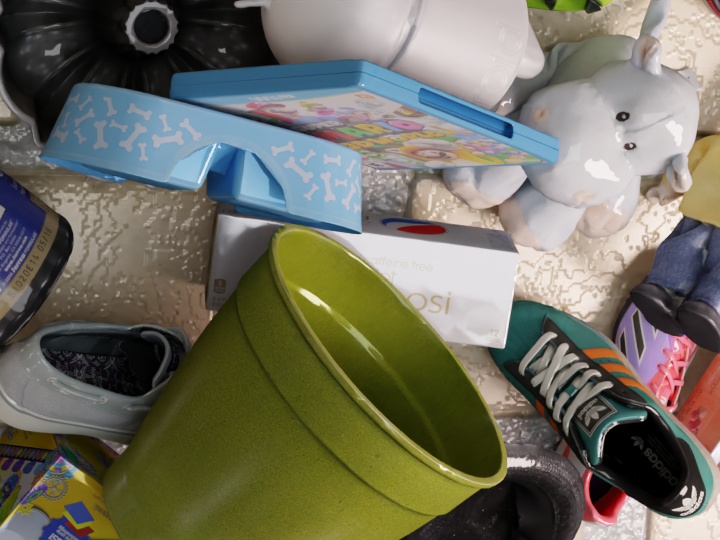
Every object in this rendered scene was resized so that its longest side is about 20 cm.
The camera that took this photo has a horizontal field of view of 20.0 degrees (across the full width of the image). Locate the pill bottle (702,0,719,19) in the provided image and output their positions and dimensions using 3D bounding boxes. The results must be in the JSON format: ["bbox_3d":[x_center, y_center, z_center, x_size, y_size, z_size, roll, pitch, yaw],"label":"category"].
[{"bbox_3d":[0.301,-0.197,1.326,0.112,0.200,0.113,-4,107,-15],"label":"pill bottle"}]

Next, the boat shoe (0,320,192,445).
[{"bbox_3d":[-0.141,0.069,1.302,0.201,0.070,0.071,6,148,-44],"label":"boat shoe"}]

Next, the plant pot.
[{"bbox_3d":[-0.048,0.110,1.249,0.193,0.200,0.200,-42,113,17],"label":"plant pot"}]

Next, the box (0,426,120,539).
[{"bbox_3d":[-0.190,0.228,1.344,0.200,0.122,0.193,40,92,-22],"label":"box"}]

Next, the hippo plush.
[{"bbox_3d":[0.163,-0.081,1.339,0.200,0.161,0.160,-20,109,-10],"label":"hippo plush"}]

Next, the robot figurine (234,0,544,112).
[{"bbox_3d":[0.022,-0.153,1.233,0.200,0.113,0.170,13,133,-42],"label":"robot figurine"}]

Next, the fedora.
[{"bbox_3d":[0.055,0.158,1.393,0.200,0.092,0.201,-15,140,-13],"label":"fedora"}]

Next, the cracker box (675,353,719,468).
[{"bbox_3d":[0.334,0.109,1.481,0.200,0.058,0.134,32,95,-34],"label":"cracker box"}]

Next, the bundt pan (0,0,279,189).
[{"bbox_3d":[-0.137,-0.156,1.275,0.201,0.076,0.202,-4,106,-16],"label":"bundt pan"}]

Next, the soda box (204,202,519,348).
[{"bbox_3d":[0.000,0.000,1.343,0.200,0.064,0.068,8,104,-3],"label":"soda box"}]

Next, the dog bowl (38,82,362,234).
[{"bbox_3d":[-0.089,-0.067,1.220,0.200,0.111,0.050,13,88,-19],"label":"dog bowl"}]

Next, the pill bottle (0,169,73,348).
[{"bbox_3d":[-0.283,-0.041,1.246,0.200,0.112,0.112,39,92,-22],"label":"pill bottle"}]

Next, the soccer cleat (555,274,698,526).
[{"bbox_3d":[0.201,0.088,1.444,0.068,0.073,0.200,25,97,-21],"label":"soccer cleat"}]

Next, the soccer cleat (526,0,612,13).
[{"bbox_3d":[0.075,-0.208,1.333,0.200,0.081,0.068,7,126,3],"label":"soccer cleat"}]

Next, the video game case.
[{"bbox_3d":[0.006,-0.089,1.215,0.200,0.143,0.018,16,78,-50],"label":"video game case"}]

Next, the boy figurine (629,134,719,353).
[{"bbox_3d":[0.258,-0.048,1.412,0.200,0.124,0.064,-59,143,-17],"label":"boy figurine"}]

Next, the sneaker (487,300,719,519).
[{"bbox_3d":[0.159,0.089,1.380,0.200,0.080,0.071,42,97,18],"label":"sneaker"}]
